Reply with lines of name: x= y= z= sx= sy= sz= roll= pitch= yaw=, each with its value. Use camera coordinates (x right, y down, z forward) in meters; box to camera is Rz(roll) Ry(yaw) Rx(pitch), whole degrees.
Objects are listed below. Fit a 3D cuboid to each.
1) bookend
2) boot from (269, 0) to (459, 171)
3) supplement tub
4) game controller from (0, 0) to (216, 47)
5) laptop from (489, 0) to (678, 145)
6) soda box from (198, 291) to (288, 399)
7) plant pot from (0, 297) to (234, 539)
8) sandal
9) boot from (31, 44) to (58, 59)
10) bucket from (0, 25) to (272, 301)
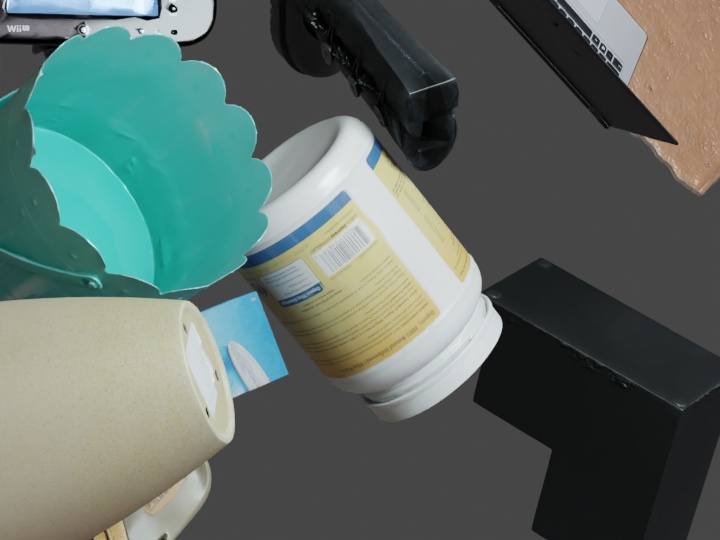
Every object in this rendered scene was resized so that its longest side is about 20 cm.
bookend: x=0.180 y=0.130 z=2.033 sx=0.092 sy=0.198 sz=0.201 roll=-27 pitch=138 yaw=-46
boot: x=0.008 y=-0.150 z=1.901 sx=0.066 sy=0.165 sz=0.200 roll=-36 pitch=59 yaw=-10
supplement tub: x=0.000 y=0.000 z=1.885 sx=0.200 sy=0.144 sz=0.145 roll=51 pitch=46 yaw=-17
game controller: x=-0.201 y=-0.211 z=1.794 sx=0.199 sy=0.042 sz=0.105 roll=-1 pitch=71 yaw=-16
laptop: x=0.207 y=-0.222 z=2.199 sx=0.187 sy=0.116 sz=0.200 roll=45 pitch=48 yaw=-23
soda box: x=-0.146 y=0.078 z=1.769 sx=0.200 sy=0.064 sz=0.068 roll=-22 pitch=90 yaw=-46
plant pot: x=-0.187 y=0.092 z=1.572 sx=0.187 sy=0.199 sz=0.188 roll=-17 pitch=90 yaw=-79
sandal: x=-0.159 y=0.185 z=1.718 sx=0.080 sy=0.054 sz=0.200 roll=52 pitch=51 yaw=-16
boot: x=-0.150 y=-0.196 z=1.878 sx=0.199 sy=0.069 sz=0.175 roll=17 pitch=64 yaw=-30
bucket: x=-0.178 y=-0.052 z=1.721 sx=0.207 sy=0.135 sz=0.208 roll=23 pitch=51 yaw=-32
